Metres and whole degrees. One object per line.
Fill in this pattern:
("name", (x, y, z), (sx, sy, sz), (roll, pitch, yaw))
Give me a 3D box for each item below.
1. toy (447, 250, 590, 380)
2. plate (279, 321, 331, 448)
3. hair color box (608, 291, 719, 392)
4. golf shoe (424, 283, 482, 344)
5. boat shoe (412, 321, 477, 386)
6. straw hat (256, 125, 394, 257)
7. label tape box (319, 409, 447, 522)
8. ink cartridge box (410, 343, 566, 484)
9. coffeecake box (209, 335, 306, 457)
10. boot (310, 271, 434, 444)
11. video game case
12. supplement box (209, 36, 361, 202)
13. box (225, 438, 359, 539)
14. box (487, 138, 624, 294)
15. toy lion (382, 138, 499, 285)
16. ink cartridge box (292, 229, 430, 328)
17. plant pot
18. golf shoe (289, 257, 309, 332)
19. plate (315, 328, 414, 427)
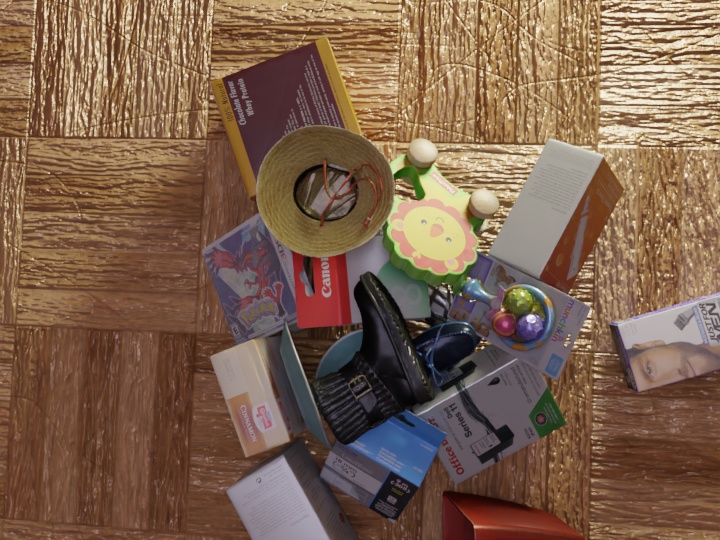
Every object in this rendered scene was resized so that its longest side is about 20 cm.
("toy", (0.214, 0.060, 1.040), (0.199, 0.047, 0.116), (31, 106, 37))
("plate", (-0.088, 0.174, 1.076), (0.025, 0.200, 0.202), (-19, 85, -7))
("hair color box", (0.503, 0.107, 1.116), (0.198, 0.065, 0.110), (-17, 85, 7))
("golf shoe", (0.126, 0.047, 1.165), (0.094, 0.078, 0.201), (-31, 85, -15))
("boat shoe", (0.087, 0.147, 1.081), (0.199, 0.069, 0.084), (-32, 105, 16))
("straw hat", (-0.049, -0.112, 1.066), (0.199, 0.085, 0.203), (0, 91, 1))
("label tape box", (0.028, 0.284, 1.097), (0.143, 0.201, 0.063), (29, 47, 8))
("ink cartridge box", (0.190, 0.213, 1.110), (0.199, 0.083, 0.147), (-30, 107, 3))
("coffeecake box", (-0.146, 0.186, 1.114), (0.073, 0.200, 0.155), (-21, 84, 4))
("boot", (-0.005, 0.124, 1.020), (0.157, 0.079, 0.212), (-25, 79, 11))
("video game case", (-0.166, 0.015, 1.161), (0.199, 0.023, 0.184), (-26, 83, 40))
("supplement box", (-0.106, -0.231, 1.167), (0.199, 0.133, 0.199), (-20, 85, 4))
("box", (-0.100, 0.385, 1.121), (0.106, 0.152, 0.201), (-30, 83, 3))
("box", (0.301, -0.076, 1.104), (0.097, 0.124, 0.201), (29, 90, 38))
("toy lion", (0.098, -0.078, 1.070), (0.200, 0.069, 0.191), (42, 57, 12))
("ink cartridge box", (0.000, 0.000, 1.087), (0.198, 0.050, 0.162), (-3, 78, -15))
("plant pot", (0.229, 0.450, 1.071), (0.175, 0.200, 0.202), (0, 87, -7))
("golf shoe", (-0.121, 0.003, 1.177), (0.072, 0.092, 0.202), (-8, 87, 4))
("plate", (0.026, 0.184, 1.156), (0.198, 0.026, 0.202), (0, 105, 0))
